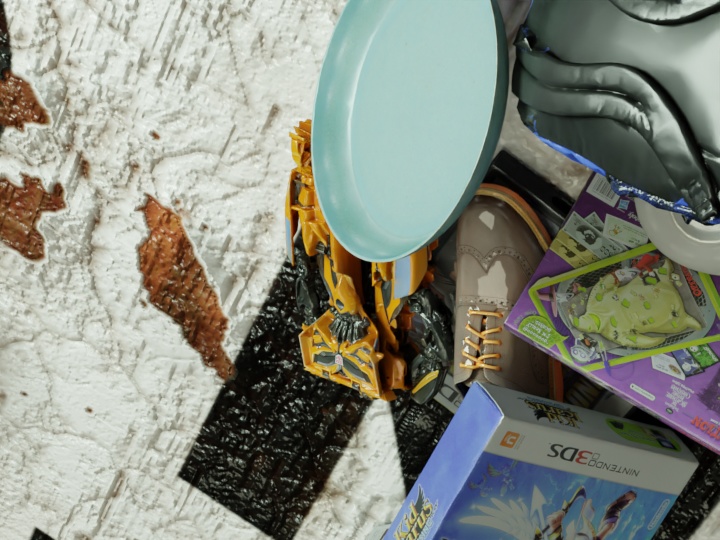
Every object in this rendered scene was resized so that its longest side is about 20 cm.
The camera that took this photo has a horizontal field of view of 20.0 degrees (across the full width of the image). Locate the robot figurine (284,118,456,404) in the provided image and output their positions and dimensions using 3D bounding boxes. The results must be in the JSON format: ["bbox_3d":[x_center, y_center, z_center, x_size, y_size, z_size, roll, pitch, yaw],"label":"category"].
[{"bbox_3d":[0.000,0.000,1.395,0.145,0.058,0.201,18,119,39],"label":"robot figurine"}]

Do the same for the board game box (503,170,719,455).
[{"bbox_3d":[0.206,0.035,1.303,0.200,0.120,0.032,31,172,7],"label":"board game box"}]

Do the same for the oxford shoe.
[{"bbox_3d":[0.094,0.039,1.351,0.071,0.073,0.201,3,122,27],"label":"oxford shoe"}]

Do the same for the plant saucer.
[{"bbox_3d":[0.033,-0.102,1.255,0.027,0.201,0.200,10,141,-33],"label":"plant saucer"}]

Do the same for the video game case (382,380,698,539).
[{"bbox_3d":[0.107,0.182,1.381,0.181,0.045,0.200,16,112,-34],"label":"video game case"}]

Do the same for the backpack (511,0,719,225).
[{"bbox_3d":[0.193,-0.111,1.157,0.200,0.168,0.163,26,99,45],"label":"backpack"}]

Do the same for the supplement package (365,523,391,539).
[{"bbox_3d":[0.065,0.309,1.529,0.111,0.156,0.200,-15,113,34],"label":"supplement package"}]

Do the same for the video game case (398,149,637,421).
[{"bbox_3d":[0.117,0.040,1.404,0.181,0.026,0.200,37,131,1],"label":"video game case"}]

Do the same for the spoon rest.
[{"bbox_3d":[0.260,-0.020,1.266,0.200,0.061,0.100,35,109,15],"label":"spoon rest"}]
